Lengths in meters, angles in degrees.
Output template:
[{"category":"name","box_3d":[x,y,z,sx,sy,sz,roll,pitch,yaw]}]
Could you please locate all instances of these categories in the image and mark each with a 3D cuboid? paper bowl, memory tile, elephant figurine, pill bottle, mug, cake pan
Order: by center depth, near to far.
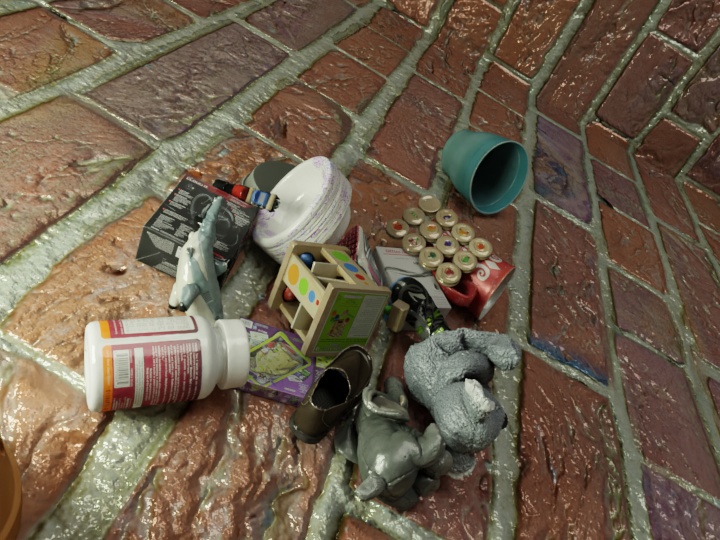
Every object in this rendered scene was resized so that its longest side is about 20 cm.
[{"category":"pill bottle","box_3d":[-0.251,0.116,0.794,0.195,0.111,0.111,-1,45,-29]},{"category":"elephant figurine","box_3d":[0.029,0.232,0.881,0.140,0.156,0.200,-35,48,-6]},{"category":"paper bowl","box_3d":[-0.097,-0.098,1.112,0.104,0.198,0.203,43,26,-33]},{"category":"memory tile","box_3d":[0.159,-0.066,1.234,0.152,0.017,0.200,-33,61,-27]},{"category":"mug","box_3d":[0.204,-0.013,1.264,0.199,0.135,0.177,39,7,18]},{"category":"cake pan","box_3d":[-0.150,-0.163,1.280,0.196,0.037,0.203,20,37,-15]}]

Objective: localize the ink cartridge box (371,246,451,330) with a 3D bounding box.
[{"category":"ink cartridge box","box_3d":[0.082,0.020,1.201,0.113,0.067,0.202,3,44,-31]}]

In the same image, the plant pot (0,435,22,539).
[{"category":"plant pot","box_3d":[-0.418,0.199,0.561,0.196,0.141,0.203,20,37,-16]}]

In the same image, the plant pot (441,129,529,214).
[{"category":"plant pot","box_3d":[0.320,-0.286,1.652,0.196,0.204,0.188,1,29,-34]}]

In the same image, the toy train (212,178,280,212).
[{"category":"toy train","box_3d":[-0.216,-0.143,1.129,0.197,0.035,0.045,19,-5,43]}]

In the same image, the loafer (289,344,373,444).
[{"category":"loafer","box_3d":[-0.028,0.170,0.893,0.072,0.072,0.200,34,37,6]}]

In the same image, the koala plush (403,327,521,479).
[{"category":"koala plush","box_3d":[0.156,0.204,0.937,0.179,0.181,0.201,14,27,-6]}]

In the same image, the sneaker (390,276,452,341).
[{"category":"sneaker","box_3d":[0.123,0.092,1.069,0.201,0.070,0.082,55,-12,-16]}]

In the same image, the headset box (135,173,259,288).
[{"category":"headset box","box_3d":[-0.271,-0.070,1.046,0.146,0.078,0.202,25,35,-9]}]

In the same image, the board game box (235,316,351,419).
[{"category":"board game box","box_3d":[-0.107,0.150,0.942,0.196,0.033,0.121,20,34,-15]}]

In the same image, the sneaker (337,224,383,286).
[{"category":"sneaker","box_3d":[0.000,0.000,1.167,0.074,0.080,0.203,23,41,-34]}]

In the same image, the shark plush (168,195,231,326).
[{"category":"shark plush","box_3d":[-0.239,-0.010,0.939,0.082,0.090,0.206,11,73,-28]}]

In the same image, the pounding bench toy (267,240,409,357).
[{"category":"pounding bench toy","box_3d":[-0.031,0.043,1.021,0.197,0.126,0.156,5,28,-41]}]
